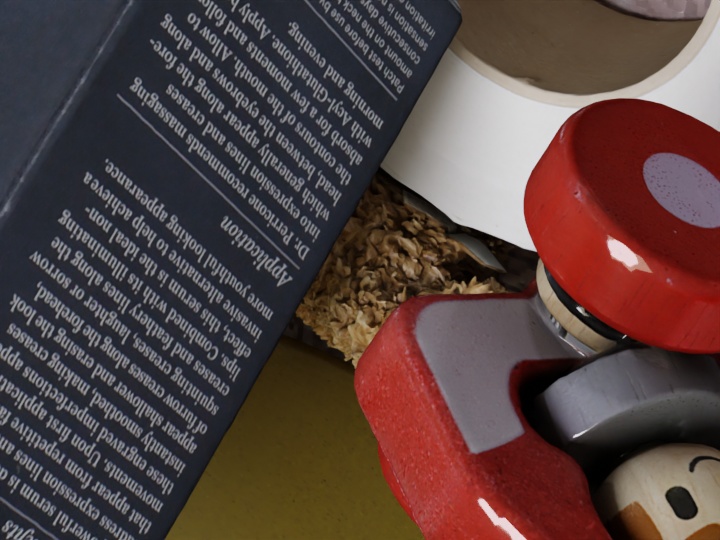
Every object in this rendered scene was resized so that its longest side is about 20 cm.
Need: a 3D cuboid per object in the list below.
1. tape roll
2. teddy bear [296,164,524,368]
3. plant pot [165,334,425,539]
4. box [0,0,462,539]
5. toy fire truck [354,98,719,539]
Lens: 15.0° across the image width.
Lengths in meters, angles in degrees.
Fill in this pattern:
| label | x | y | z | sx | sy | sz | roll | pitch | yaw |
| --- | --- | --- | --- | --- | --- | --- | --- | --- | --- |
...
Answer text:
| label | x | y | z | sx | sy | sz | roll | pitch | yaw |
| --- | --- | --- | --- | --- | --- | --- | --- | --- | --- |
| tape roll | 0.068 | -0.105 | 0.762 | 0.202 | 0.071 | 0.203 | 14 | 120 | 26 |
| teddy bear | 0.000 | 0.000 | 0.821 | 0.200 | 0.145 | 0.067 | 36 | 105 | 6 |
| plant pot | -0.086 | 0.119 | 0.861 | 0.176 | 0.200 | 0.200 | 39 | 131 | -12 |
| box | -0.095 | -0.027 | 0.723 | 0.148 | 0.200 | 0.107 | 16 | 160 | 43 |
| toy fire truck | 0.105 | 0.056 | 0.665 | 0.112 | 0.199 | 0.168 | -59 | 46 | 37 |
